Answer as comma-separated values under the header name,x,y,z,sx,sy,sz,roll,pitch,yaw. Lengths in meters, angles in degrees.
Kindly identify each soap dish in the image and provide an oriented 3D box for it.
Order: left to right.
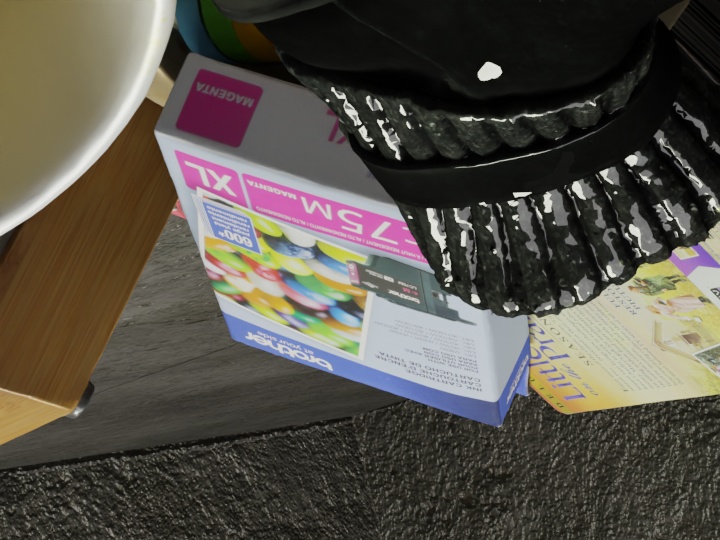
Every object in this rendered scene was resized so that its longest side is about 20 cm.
name,x,y,z,sx,sy,sz,roll,pitch,yaw
soap dish,-0.135,-0.019,0.969,0.081,0.200,0.157,34,153,-18

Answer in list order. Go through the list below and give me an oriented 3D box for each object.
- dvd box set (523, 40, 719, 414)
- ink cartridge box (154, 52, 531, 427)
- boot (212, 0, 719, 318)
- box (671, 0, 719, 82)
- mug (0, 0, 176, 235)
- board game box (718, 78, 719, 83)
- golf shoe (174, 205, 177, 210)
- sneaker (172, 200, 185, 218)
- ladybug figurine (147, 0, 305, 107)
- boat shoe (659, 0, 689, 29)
name,x,y,z,sx,sy,sz,roll,pitch,yaw
dvd box set,0.090,-0.009,0.870,0.029,0.146,0.200,-55,-161,-25
ink cartridge box,0.000,0.000,0.886,0.119,0.042,0.200,18,159,15
boot,0.070,-0.063,0.618,0.211,0.080,0.158,-5,140,40
box,0.087,-0.079,0.969,0.149,0.107,0.200,-55,-168,-26
mug,-0.116,-0.106,0.474,0.187,0.153,0.149,-41,142,27
board game box,0.211,-0.122,0.849,0.151,0.200,0.046,-4,-149,-45
golf shoe,-0.093,-0.062,1.099,0.200,0.092,0.075,-22,168,41
sneaker,-0.086,-0.049,1.246,0.087,0.074,0.200,9,178,6
ladybug figurine,-0.022,-0.103,0.839,0.200,0.072,0.136,6,143,34
boat shoe,0.086,-0.132,0.758,0.072,0.068,0.200,-18,-146,52
